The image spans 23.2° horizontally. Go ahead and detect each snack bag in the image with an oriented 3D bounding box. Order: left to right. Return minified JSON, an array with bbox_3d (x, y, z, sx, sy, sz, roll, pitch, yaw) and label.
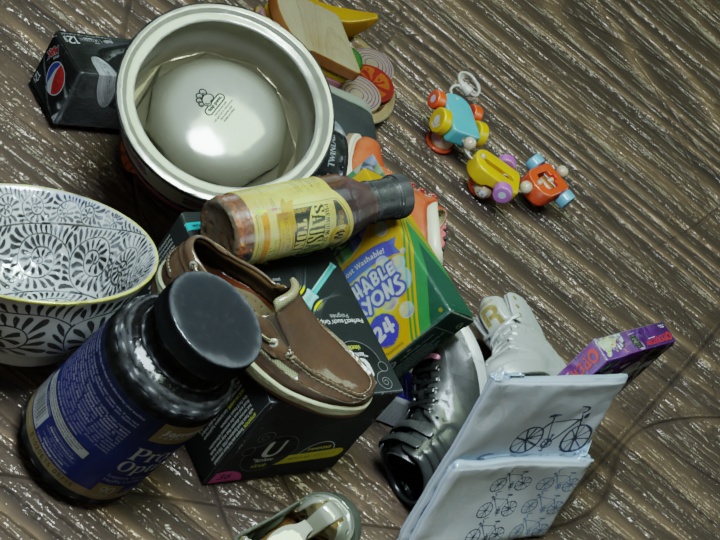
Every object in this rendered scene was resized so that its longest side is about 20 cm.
[{"bbox_3d":[0.143,0.169,1.570,0.188,0.200,0.021,3,34,-42],"label":"snack bag"}]

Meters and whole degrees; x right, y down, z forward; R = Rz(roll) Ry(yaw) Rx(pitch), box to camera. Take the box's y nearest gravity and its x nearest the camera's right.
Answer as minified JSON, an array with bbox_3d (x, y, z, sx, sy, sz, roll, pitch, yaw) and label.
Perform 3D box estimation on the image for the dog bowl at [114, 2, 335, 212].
[{"bbox_3d":[-0.127,-0.135,1.571,0.199,0.074,0.201,7,66,-16],"label":"dog bowl"}]

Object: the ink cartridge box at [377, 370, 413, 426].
[{"bbox_3d":[0.026,0.098,1.672,0.200,0.039,0.100,25,38,-24],"label":"ink cartridge box"}]

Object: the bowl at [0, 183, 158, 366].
[{"bbox_3d":[-0.268,0.015,1.413,0.200,0.094,0.201,11,27,-5],"label":"bowl"}]

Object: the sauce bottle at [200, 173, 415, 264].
[{"bbox_3d":[-0.040,-0.050,1.500,0.199,0.066,0.066,-15,61,-35],"label":"sauce bottle"}]

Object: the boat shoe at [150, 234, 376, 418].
[{"bbox_3d":[-0.068,0.043,1.394,0.202,0.075,0.075,31,39,-8],"label":"boat shoe"}]

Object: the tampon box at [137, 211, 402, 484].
[{"bbox_3d":[-0.089,0.064,1.522,0.150,0.126,0.200,-2,53,-41],"label":"tampon box"}]

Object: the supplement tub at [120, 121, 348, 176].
[{"bbox_3d":[-0.122,-0.115,1.691,0.199,0.123,0.123,16,42,-31],"label":"supplement tub"}]

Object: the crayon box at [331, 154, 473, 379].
[{"bbox_3d":[0.000,0.000,1.605,0.052,0.126,0.200,21,34,-57],"label":"crayon box"}]

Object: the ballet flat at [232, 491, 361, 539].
[{"bbox_3d":[-0.047,0.222,1.446,0.067,0.064,0.200,49,35,12],"label":"ballet flat"}]

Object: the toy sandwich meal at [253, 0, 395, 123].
[{"bbox_3d":[-0.035,-0.247,1.961,0.205,0.070,0.206,25,38,-21],"label":"toy sandwich meal"}]

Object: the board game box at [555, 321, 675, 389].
[{"bbox_3d":[0.199,0.125,1.663,0.120,0.200,0.032,-6,56,-45],"label":"board game box"}]

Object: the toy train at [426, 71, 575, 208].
[{"bbox_3d":[0.151,-0.132,2.031,0.200,0.056,0.150,49,34,6],"label":"toy train"}]

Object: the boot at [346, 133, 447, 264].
[{"bbox_3d":[0.030,-0.065,1.738,0.107,0.075,0.200,-6,44,0],"label":"boot"}]

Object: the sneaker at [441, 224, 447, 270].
[{"bbox_3d":[0.035,0.001,1.763,0.087,0.074,0.200,20,24,-5],"label":"sneaker"}]

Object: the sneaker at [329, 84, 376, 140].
[{"bbox_3d":[-0.053,-0.145,1.829,0.199,0.075,0.106,11,45,-37],"label":"sneaker"}]

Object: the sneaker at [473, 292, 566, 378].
[{"bbox_3d":[0.141,0.079,1.743,0.116,0.074,0.200,57,16,16],"label":"sneaker"}]

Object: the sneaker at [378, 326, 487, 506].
[{"bbox_3d":[0.061,0.124,1.596,0.099,0.071,0.201,-10,87,-39],"label":"sneaker"}]

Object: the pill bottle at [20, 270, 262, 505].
[{"bbox_3d":[-0.167,0.088,1.350,0.112,0.200,0.112,28,41,-27],"label":"pill bottle"}]

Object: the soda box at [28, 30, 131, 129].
[{"bbox_3d":[-0.217,-0.181,1.716,0.200,0.071,0.063,0,46,-44],"label":"soda box"}]
